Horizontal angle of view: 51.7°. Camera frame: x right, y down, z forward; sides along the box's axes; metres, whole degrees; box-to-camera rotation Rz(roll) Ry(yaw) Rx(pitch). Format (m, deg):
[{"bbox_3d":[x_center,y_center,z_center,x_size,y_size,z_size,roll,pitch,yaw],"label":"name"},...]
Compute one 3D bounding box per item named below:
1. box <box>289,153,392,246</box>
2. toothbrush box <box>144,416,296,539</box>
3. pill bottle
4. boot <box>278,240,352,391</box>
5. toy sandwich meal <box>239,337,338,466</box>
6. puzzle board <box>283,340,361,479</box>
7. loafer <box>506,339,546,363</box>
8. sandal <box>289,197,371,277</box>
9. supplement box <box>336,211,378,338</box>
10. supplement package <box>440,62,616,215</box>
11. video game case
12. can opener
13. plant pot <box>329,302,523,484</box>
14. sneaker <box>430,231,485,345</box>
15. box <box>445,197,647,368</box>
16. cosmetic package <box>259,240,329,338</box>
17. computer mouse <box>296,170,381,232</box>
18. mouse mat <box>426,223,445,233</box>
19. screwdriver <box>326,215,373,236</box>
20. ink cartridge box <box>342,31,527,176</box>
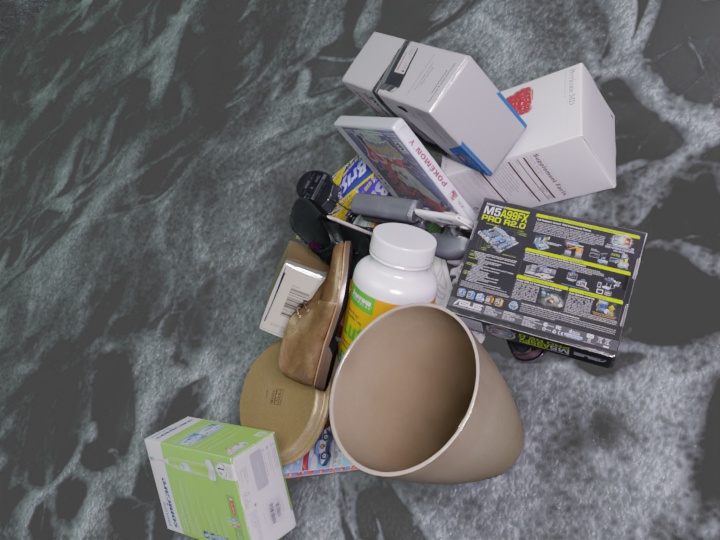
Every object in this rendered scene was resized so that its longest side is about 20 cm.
[{"bbox_3d":[-0.018,-0.117,1.205,0.200,0.070,0.064,-38,46,20],"label":"box"},{"bbox_3d":[-0.200,0.298,1.045,0.199,0.086,0.146,-3,104,40],"label":"toothbrush box"},{"bbox_3d":[0.038,0.046,0.964,0.111,0.111,0.201,41,128,47],"label":"pill bottle"},{"bbox_3d":[-0.057,0.053,0.977,0.075,0.074,0.201,15,93,7],"label":"boot"},{"bbox_3d":[-0.092,0.184,1.070,0.204,0.070,0.206,-18,62,38],"label":"toy sandwich meal"},{"bbox_3d":[-0.049,0.195,1.081,0.150,0.017,0.201,-17,54,33],"label":"puzzle board"},{"bbox_3d":[0.202,0.015,0.939,0.072,0.063,0.201,-13,56,35],"label":"loafer"},{"bbox_3d":[-0.053,-0.047,1.090,0.200,0.048,0.076,33,112,43],"label":"sandal"},{"bbox_3d":[0.000,0.000,1.116,0.069,0.066,0.201,2,64,46],"label":"supplement box"},{"bbox_3d":[0.225,-0.166,0.994,0.199,0.120,0.122,-13,55,35],"label":"supplement package"},{"bbox_3d":[0.059,-0.140,1.036,0.023,0.182,0.200,-46,25,-9],"label":"video game case"},{"bbox_3d":[0.066,-0.060,0.996,0.199,0.053,0.067,12,80,41],"label":"can opener"},{"bbox_3d":[0.099,0.163,0.835,0.187,0.200,0.188,-23,50,30],"label":"plant pot"},{"bbox_3d":[0.122,0.037,0.999,0.081,0.075,0.201,-28,40,36],"label":"sneaker"},{"bbox_3d":[0.219,0.010,0.880,0.199,0.044,0.161,14,69,19],"label":"box"},{"bbox_3d":[-0.095,0.027,1.104,0.200,0.071,0.106,-113,45,-79],"label":"cosmetic package"},{"bbox_3d":[-0.028,-0.102,1.138,0.200,0.034,0.059,34,94,39],"label":"computer mouse"},{"bbox_3d":[0.045,-0.044,1.159,0.199,0.008,0.162,-3,63,42],"label":"mouse mat"},{"bbox_3d":[0.027,-0.049,1.027,0.029,0.200,0.028,-31,57,27],"label":"screwdriver"},{"bbox_3d":[0.091,-0.216,0.950,0.084,0.144,0.200,-54,40,1],"label":"ink cartridge box"}]
